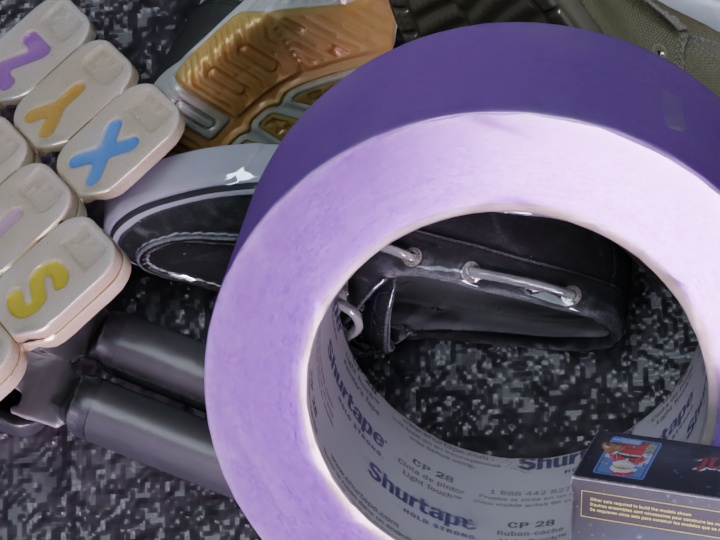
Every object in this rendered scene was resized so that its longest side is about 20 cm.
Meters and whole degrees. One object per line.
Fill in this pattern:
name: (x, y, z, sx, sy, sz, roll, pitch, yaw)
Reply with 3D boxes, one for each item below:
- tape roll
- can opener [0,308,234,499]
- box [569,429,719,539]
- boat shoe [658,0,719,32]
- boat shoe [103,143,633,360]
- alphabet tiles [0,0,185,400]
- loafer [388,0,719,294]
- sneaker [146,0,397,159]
tape roll: (0.052, 0.024, 0.953, 0.200, 0.085, 0.200, 3, 115, 6)
can opener: (-0.087, 0.048, 1.070, 0.200, 0.067, 0.053, 22, 71, 4)
box: (0.164, 0.132, 0.897, 0.200, 0.038, 0.137, 8, 113, 17)
boat shoe: (0.142, -0.090, 1.044, 0.200, 0.072, 0.069, 16, 113, 10)
boat shoe: (0.000, 0.001, 1.045, 0.199, 0.074, 0.068, 5, 63, 4)
alphabet tiles: (-0.162, -0.018, 1.061, 0.196, 0.015, 0.200, -42, 43, -2)
loafer: (0.087, -0.068, 1.002, 0.200, 0.076, 0.068, 47, 48, -13)
sneaker: (-0.022, -0.110, 1.086, 0.200, 0.076, 0.088, -49, 37, 10)
